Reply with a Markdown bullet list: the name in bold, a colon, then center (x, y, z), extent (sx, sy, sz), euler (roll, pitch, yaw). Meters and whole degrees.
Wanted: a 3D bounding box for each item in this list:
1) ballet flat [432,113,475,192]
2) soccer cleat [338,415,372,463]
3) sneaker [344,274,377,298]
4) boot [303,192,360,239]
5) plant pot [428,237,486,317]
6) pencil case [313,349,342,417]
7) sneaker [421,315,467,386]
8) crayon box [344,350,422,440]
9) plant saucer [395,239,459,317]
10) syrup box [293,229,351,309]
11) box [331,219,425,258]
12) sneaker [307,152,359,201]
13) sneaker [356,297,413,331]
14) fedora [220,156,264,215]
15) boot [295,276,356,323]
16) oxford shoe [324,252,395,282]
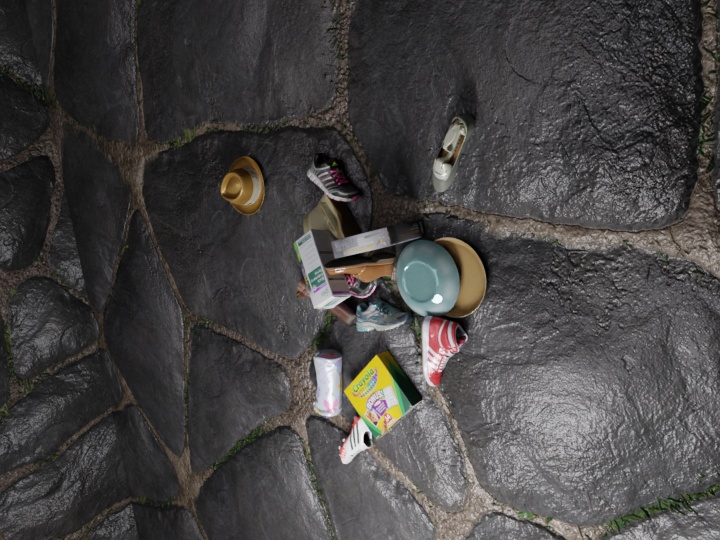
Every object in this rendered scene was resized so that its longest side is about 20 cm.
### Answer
- **ballet flat**: center (0.207, -0.278, 1.387), extent (0.067, 0.063, 0.203), euler (39, 124, 27)
- **soccer cleat**: center (-0.007, 0.529, 1.785), extent (0.085, 0.068, 0.203), euler (37, 119, 33)
- **sneaker**: center (-0.042, 0.032, 1.658), extent (0.197, 0.095, 0.081), euler (-5, 74, 41)
- **boot**: center (-0.086, -0.109, 1.682), extent (0.155, 0.072, 0.203), euler (-38, 74, 40)
- **plant pot**: center (0.233, 0.016, 1.465), extent (0.197, 0.027, 0.205), euler (13, 109, 40)
- **pencil case**: center (-0.100, 0.346, 1.806), extent (0.089, 0.083, 0.205), euler (6, 105, 17)
- **sneaker**: center (0.219, 0.217, 1.501), extent (0.110, 0.071, 0.204), euler (6, 116, 29)
- **crayon box**: center (0.061, 0.361, 1.685), extent (0.174, 0.058, 0.201), euler (52, 129, 18)
- **plant saucer**: center (0.159, 0.025, 1.489), extent (0.198, 0.038, 0.206), euler (12, 108, 39)
- **syrup box**: center (-0.106, -0.003, 1.600), extent (0.078, 0.081, 0.204), euler (-32, 68, 36)
- **box**: center (0.047, -0.082, 1.516), extent (0.197, 0.157, 0.049), euler (-11, 94, 41)
- **sneaker**: center (-0.074, -0.265, 1.630), extent (0.199, 0.073, 0.089), euler (40, 131, 32)
- **sneaker**: center (0.057, 0.121, 1.615), extent (0.197, 0.077, 0.088), euler (-9, 92, 42)
- **fedora**: center (-0.397, -0.273, 1.906), extent (0.198, 0.081, 0.205), euler (12, 109, 39)
- **boot**: center (-0.098, 0.099, 1.752), extent (0.198, 0.186, 0.065), euler (31, 84, 2)
- **oxford shoe**: center (0.000, 0.000, 1.564), extent (0.071, 0.196, 0.073), euler (-126, 36, -63)
